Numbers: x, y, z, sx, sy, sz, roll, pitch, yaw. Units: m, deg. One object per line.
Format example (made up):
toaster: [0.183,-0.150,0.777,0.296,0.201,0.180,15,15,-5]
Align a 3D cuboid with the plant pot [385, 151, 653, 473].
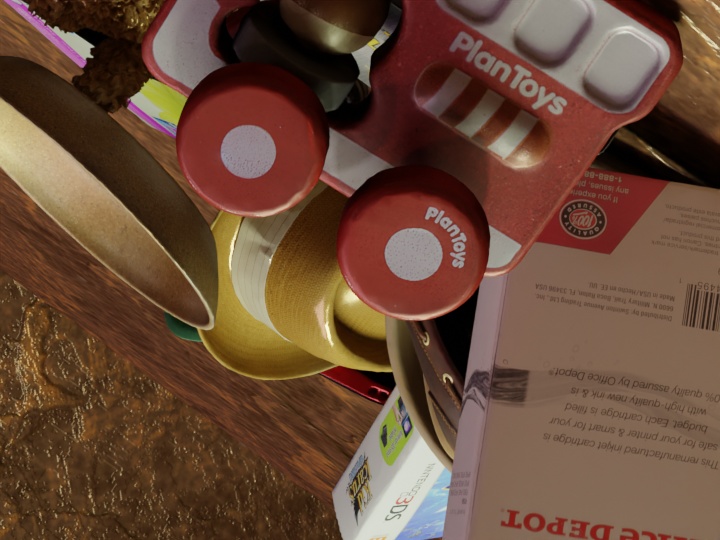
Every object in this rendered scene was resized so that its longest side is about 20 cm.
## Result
plant pot: [0.120,0.027,1.487,0.200,0.202,0.093,28,-155,26]

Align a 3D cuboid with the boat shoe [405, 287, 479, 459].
boat shoe: [0.050,0.002,1.415,0.070,0.070,0.201,141,109,-76]

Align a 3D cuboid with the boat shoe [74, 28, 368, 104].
boat shoe: [-0.081,-0.119,1.508,0.200,0.070,0.066,30,-153,-24]

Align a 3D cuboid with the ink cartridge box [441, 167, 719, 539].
ink cartridge box: [0.125,0.060,1.343,0.145,0.201,0.085,10,172,-6]

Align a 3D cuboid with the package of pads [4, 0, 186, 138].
package of pads: [-0.119,-0.138,1.638,0.154,0.068,0.200,22,166,48]

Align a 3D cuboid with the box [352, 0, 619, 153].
box: [0.021,-0.124,1.328,0.200,0.048,0.158,36,169,-13]

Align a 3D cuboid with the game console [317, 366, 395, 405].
game console: [-0.008,0.018,1.835,0.177,0.031,0.200,31,-152,17]

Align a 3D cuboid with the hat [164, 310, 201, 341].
hat: [0.006,0.038,1.736,0.176,0.200,0.166,56,-178,-26]

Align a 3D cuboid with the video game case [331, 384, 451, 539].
video game case: [0.101,0.102,1.661,0.199,0.046,0.181,-6,155,-19]

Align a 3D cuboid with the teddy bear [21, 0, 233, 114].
teddy bear: [-0.115,-0.148,1.420,0.200,0.145,0.067,43,-166,-20]

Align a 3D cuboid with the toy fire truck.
toy fire truck: [0.017,-0.091,1.210,0.200,0.168,0.112,33,-158,-8]

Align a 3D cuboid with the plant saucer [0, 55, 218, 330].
plant saucer: [-0.140,-0.050,1.466,0.200,0.035,0.200,40,168,10]

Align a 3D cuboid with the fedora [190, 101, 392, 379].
fedora: [0.000,0.000,1.556,0.082,0.201,0.201,45,179,35]
